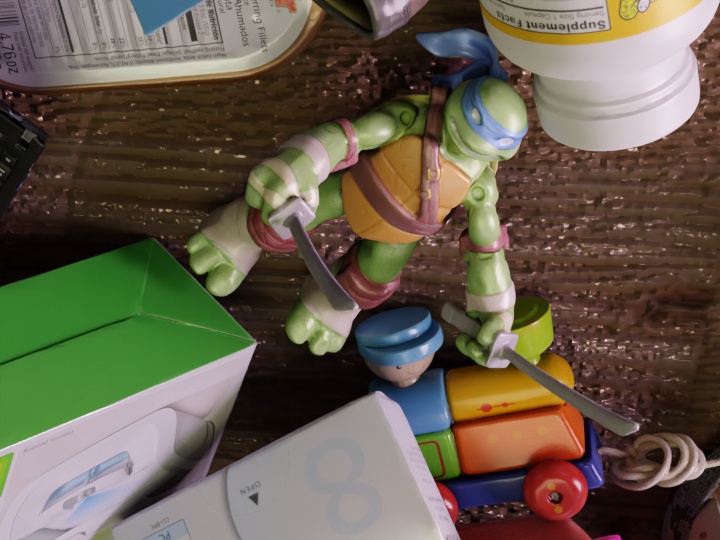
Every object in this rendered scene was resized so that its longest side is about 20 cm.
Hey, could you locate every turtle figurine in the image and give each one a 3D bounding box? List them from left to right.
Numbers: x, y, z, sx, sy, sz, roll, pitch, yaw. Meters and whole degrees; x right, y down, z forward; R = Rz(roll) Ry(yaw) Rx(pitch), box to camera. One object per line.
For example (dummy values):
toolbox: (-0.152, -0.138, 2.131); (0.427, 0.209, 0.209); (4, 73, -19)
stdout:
turtle figurine: (0.000, 0.000, 0.750); (0.144, 0.200, 0.194); (0, 163, -34)

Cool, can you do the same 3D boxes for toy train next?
toy train: (0.099, 0.065, 0.860); (0.200, 0.085, 0.116); (-11, 112, 11)

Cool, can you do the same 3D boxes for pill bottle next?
pill bottle: (0.094, -0.152, 0.665); (0.104, 0.104, 0.200); (-8, 127, 11)

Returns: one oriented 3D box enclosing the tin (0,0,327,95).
tin: (-0.109, -0.136, 0.741); (0.199, 0.042, 0.112); (-4, 132, 8)

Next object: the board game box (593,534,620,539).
board game box: (0.119, 0.196, 0.892); (0.200, 0.026, 0.200); (-26, 147, 37)

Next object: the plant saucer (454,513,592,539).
plant saucer: (0.055, 0.188, 0.938); (0.200, 0.037, 0.200); (-11, 153, 13)

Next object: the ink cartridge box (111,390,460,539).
ink cartridge box: (-0.017, 0.184, 0.803); (0.160, 0.200, 0.047); (-28, 162, 10)

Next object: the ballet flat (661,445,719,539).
ballet flat: (0.225, 0.124, 0.893); (0.074, 0.074, 0.200); (18, 127, -9)

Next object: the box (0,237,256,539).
box: (-0.176, 0.097, 0.825); (0.097, 0.200, 0.177); (43, 131, 25)

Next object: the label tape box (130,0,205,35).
label tape box: (-0.079, -0.210, 0.596); (0.144, 0.063, 0.200); (-26, 84, 24)

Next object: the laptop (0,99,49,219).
laptop: (-0.246, -0.074, 0.738); (0.177, 0.103, 0.200); (37, 123, -4)

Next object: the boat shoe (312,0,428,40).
boat shoe: (-0.047, -0.173, 0.653); (0.201, 0.066, 0.072); (40, 148, -2)
